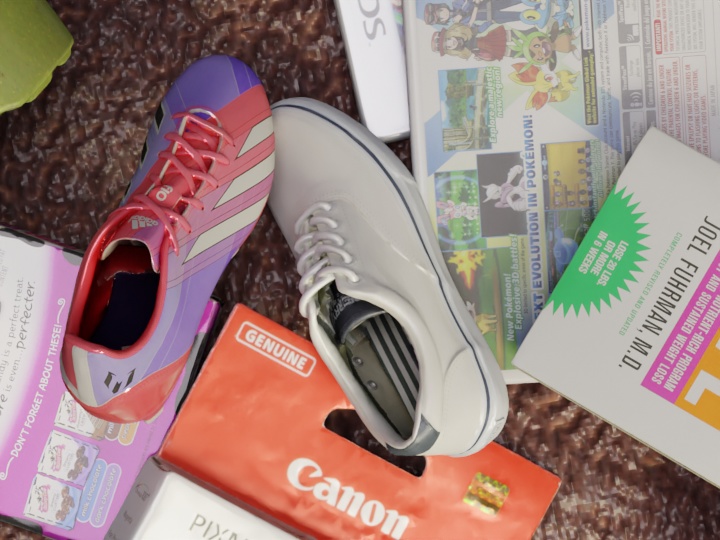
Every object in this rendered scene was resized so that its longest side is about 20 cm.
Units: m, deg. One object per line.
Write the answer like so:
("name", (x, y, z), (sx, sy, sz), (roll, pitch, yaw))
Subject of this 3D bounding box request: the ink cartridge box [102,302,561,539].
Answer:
("ink cartridge box", (-0.015, 0.138, 1.353), (0.200, 0.044, 0.174), (29, 90, -19))

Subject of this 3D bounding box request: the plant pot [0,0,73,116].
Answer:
("plant pot", (-0.239, -0.126, 1.296), (0.200, 0.200, 0.190), (-45, 101, 0))

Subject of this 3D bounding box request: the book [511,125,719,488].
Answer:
("book", (0.189, 0.037, 1.320), (0.200, 0.048, 0.134), (30, 90, 22))

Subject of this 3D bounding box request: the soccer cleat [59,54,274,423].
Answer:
("soccer cleat", (-0.089, -0.023, 1.314), (0.066, 0.077, 0.201), (14, 64, 13))

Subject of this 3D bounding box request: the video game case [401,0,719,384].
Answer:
("video game case", (0.116, -0.047, 1.379), (0.182, 0.022, 0.201), (-4, 98, -1))

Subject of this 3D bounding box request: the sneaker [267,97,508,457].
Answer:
("sneaker", (0.000, 0.000, 1.346), (0.073, 0.071, 0.200), (-43, 69, 27))

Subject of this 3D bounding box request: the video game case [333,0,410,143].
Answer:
("video game case", (0.080, -0.172, 1.395), (0.199, 0.024, 0.183), (-13, 89, 0))

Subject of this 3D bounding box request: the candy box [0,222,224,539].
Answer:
("candy box", (-0.182, 0.046, 1.376), (0.199, 0.061, 0.137), (19, 90, 0))
